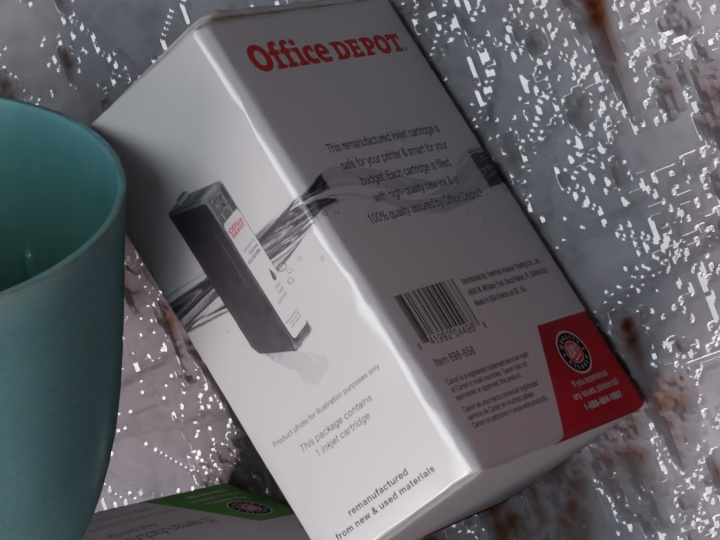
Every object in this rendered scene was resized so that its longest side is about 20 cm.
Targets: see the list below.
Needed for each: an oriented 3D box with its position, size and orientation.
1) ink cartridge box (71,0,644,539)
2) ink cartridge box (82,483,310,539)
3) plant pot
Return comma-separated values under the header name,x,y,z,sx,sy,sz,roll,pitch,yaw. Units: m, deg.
name,x,y,z,sx,sy,sz,roll,pitch,yaw
ink cartridge box,0.000,0.000,1.166,0.084,0.144,0.200,-37,78,30
ink cartridge box,-0.015,0.159,1.201,0.199,0.146,0.085,16,101,27
plant pot,-0.179,0.047,1.115,0.200,0.200,0.162,12,121,28
